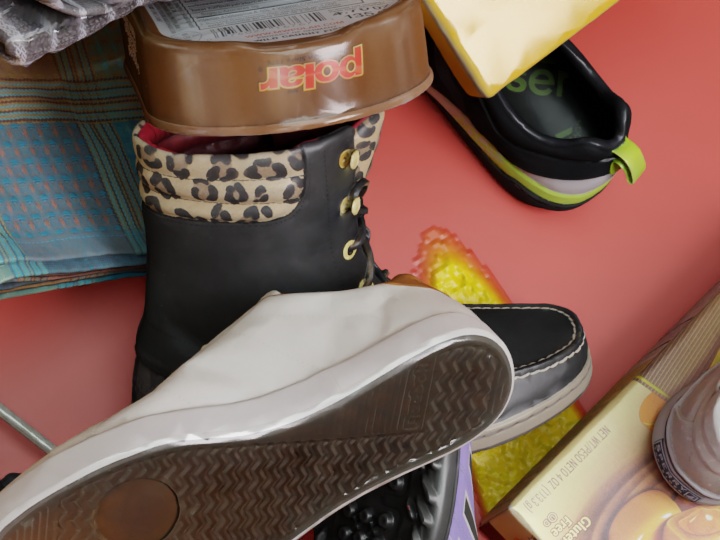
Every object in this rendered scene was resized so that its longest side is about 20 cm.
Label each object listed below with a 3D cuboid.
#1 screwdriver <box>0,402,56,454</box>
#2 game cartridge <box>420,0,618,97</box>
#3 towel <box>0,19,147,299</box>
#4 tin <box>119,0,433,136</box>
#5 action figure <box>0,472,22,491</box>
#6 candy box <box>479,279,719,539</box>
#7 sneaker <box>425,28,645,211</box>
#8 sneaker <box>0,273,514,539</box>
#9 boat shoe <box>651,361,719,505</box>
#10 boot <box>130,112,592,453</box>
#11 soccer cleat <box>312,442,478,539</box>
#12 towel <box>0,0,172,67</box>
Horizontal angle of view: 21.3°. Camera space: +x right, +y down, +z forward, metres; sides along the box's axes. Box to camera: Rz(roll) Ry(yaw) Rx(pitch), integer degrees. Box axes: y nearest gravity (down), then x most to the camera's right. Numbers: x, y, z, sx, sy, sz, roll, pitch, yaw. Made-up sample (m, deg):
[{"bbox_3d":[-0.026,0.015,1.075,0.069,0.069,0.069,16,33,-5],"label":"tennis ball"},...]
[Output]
[{"bbox_3d":[-0.111,0.086,0.788,0.200,0.029,0.028,40,71,-5],"label":"screwdriver"},{"bbox_3d":[0.063,-0.200,0.770,0.176,0.032,0.200,-37,109,-9],"label":"game cartridge"},{"bbox_3d":[-0.138,-0.087,0.799,0.147,0.022,0.200,-10,74,-51],"label":"towel"},{"bbox_3d":[-0.037,-0.096,0.765,0.112,0.200,0.042,-7,109,-11],"label":"tin"},{"bbox_3d":[-0.118,0.144,0.732,0.200,0.119,0.102,35,66,-7],"label":"action figure"},{"bbox_3d":[0.163,0.081,0.835,0.200,0.055,0.115,-42,87,-19],"label":"candy box"},{"bbox_3d":[0.051,-0.111,0.850,0.200,0.083,0.072,41,71,1],"label":"sneaker"},{"bbox_3d":[-0.048,0.059,0.704,0.200,0.085,0.073,-21,123,-15],"label":"sneaker"},{"bbox_3d":[0.211,0.021,0.787,0.202,0.086,0.075,-31,83,-19],"label":"boat shoe"},{"bbox_3d":[0.000,0.000,0.777,0.200,0.073,0.151,-6,120,-7],"label":"boot"},{"bbox_3d":[0.024,0.135,0.766,0.073,0.068,0.200,1,94,-44],"label":"soccer cleat"},{"bbox_3d":[-0.123,-0.161,0.730,0.200,0.086,0.165,36,33,29],"label":"towel"}]
